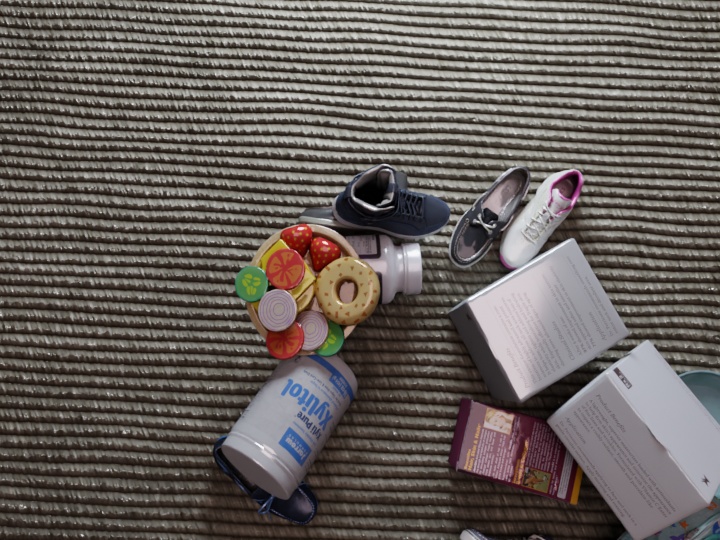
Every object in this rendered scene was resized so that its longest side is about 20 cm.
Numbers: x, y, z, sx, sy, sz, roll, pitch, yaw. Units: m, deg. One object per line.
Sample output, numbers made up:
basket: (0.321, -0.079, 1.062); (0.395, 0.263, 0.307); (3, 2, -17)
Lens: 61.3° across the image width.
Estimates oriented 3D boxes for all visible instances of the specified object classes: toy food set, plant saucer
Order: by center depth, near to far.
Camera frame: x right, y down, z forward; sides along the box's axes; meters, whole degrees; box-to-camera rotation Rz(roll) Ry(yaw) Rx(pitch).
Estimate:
toy food set: (-0.083, 0.031, 0.911); (0.198, 0.049, 0.200); (-44, 81, -1)
plant saucer: (0.564, 0.269, 1.005); (0.194, 0.036, 0.206); (0, 81, 0)

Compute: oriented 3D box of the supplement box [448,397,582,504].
supplement box: (0.250, 0.285, 0.972); (0.194, 0.086, 0.113); (15, 82, 1)

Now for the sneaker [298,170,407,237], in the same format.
sneaker: (-0.010, -0.115, 1.039); (0.194, 0.075, 0.110); (1, 78, -11)

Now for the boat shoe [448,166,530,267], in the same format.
boat shoe: (0.223, -0.094, 1.039); (0.074, 0.060, 0.201); (41, 83, 4)

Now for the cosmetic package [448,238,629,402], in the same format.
cosmetic package: (0.271, 0.083, 0.962); (0.196, 0.166, 0.170); (-28, 83, -5)

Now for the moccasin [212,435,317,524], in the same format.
moccasin: (-0.158, 0.343, 0.967); (0.197, 0.068, 0.082); (30, 82, 3)

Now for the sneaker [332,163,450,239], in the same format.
sneaker: (0.065, -0.103, 0.939); (0.196, 0.146, 0.079); (2, 79, -13)

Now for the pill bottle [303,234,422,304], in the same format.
pill bottle: (0.000, 0.000, 0.997); (0.194, 0.112, 0.115); (-2, 82, -1)

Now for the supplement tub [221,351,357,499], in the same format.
supplement tub: (-0.103, 0.222, 0.924); (0.130, 0.133, 0.202); (33, 59, 4)

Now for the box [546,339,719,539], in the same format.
box: (0.414, 0.240, 0.893); (0.201, 0.197, 0.131); (55, 129, 19)

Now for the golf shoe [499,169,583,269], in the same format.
golf shoe: (0.305, -0.092, 1.026); (0.075, 0.092, 0.202); (36, 84, 3)

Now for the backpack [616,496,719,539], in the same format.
backpack: (0.503, 0.436, 0.918); (0.199, 0.150, 0.180); (-38, 115, -11)

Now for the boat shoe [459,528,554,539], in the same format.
boat shoe: (0.255, 0.447, 0.963); (0.198, 0.075, 0.094); (37, 76, -3)
